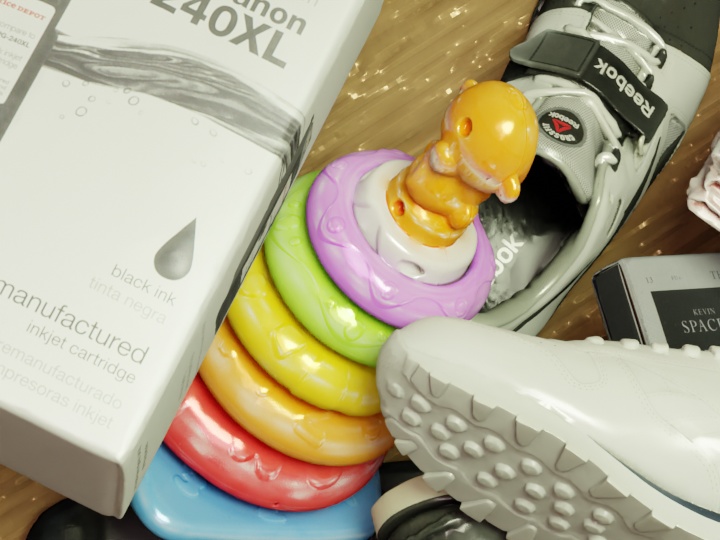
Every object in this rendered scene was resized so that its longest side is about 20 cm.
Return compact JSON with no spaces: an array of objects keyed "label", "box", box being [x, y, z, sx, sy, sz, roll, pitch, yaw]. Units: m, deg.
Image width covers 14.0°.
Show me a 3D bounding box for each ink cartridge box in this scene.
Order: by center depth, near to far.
[{"label":"ink cartridge box","box":[-0.093,-0.047,0.913,0.145,0.083,0.200,25,72,2]}]

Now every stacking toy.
[{"label":"stacking toy","box":[0.000,0.000,0.974,0.110,0.200,0.116,3,55,-37]}]

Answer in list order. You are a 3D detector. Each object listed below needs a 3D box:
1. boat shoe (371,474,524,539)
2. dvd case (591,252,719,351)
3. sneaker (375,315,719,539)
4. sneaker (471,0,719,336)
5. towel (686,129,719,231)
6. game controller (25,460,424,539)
[{"label":"boat shoe","box":[0.099,0.109,1.022,0.201,0.074,0.063,3,59,-30]},{"label":"dvd case","box":[0.168,0.088,1.016,0.150,0.025,0.200,-3,70,-37]},{"label":"sneaker","box":[0.101,0.057,0.941,0.200,0.076,0.081,25,65,-3]},{"label":"sneaker","box":[0.080,-0.050,1.057,0.074,0.089,0.200,27,80,0]},{"label":"towel","box":[0.224,-0.028,1.037,0.191,0.032,0.200,35,41,-1]},{"label":"game controller","box":[-0.021,0.124,1.054,0.199,0.042,0.105,-5,69,-7]}]
